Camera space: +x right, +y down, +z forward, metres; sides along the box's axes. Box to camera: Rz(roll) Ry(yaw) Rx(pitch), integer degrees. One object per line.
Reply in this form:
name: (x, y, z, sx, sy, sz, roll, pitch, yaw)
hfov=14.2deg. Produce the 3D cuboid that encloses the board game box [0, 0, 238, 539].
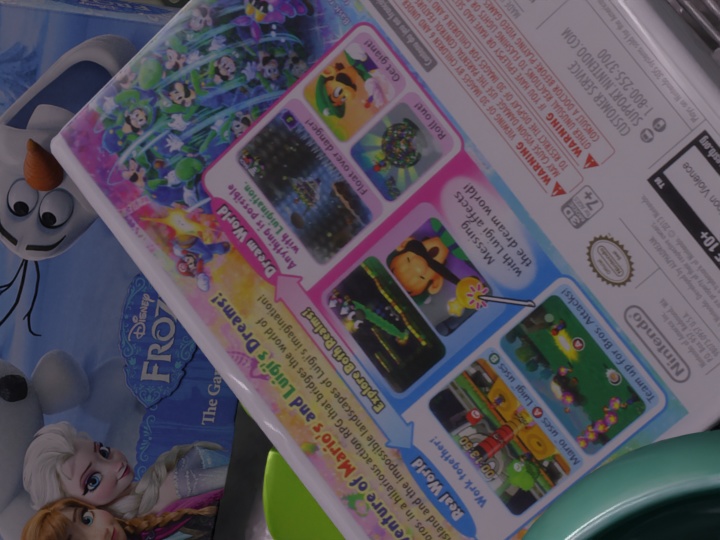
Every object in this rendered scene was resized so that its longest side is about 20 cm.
board game box: (-0.133, 0.005, 0.965, 0.043, 0.198, 0.201, -138, 56, -66)

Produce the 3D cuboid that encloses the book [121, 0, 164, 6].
book: (-0.137, -0.080, 1.028, 0.133, 0.200, 0.048, -18, 32, 35)

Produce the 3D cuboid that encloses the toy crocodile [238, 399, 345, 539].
toy crocodile: (0.000, 0.000, 0.976, 0.062, 0.068, 0.201, 12, 84, 6)

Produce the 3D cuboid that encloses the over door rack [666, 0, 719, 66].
over door rack: (0.057, -0.017, 0.888, 0.200, 0.067, 0.148, -43, 79, 10)

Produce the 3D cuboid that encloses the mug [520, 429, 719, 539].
mug: (0.090, 0.118, 0.800, 0.184, 0.114, 0.153, 10, 96, 4)

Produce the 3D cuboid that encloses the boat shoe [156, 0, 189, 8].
boat shoe: (-0.057, -0.168, 1.066, 0.073, 0.062, 0.201, -2, 76, 41)

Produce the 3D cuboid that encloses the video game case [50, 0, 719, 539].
video game case: (0.026, -0.018, 0.861, 0.182, 0.024, 0.200, -42, 81, 25)
